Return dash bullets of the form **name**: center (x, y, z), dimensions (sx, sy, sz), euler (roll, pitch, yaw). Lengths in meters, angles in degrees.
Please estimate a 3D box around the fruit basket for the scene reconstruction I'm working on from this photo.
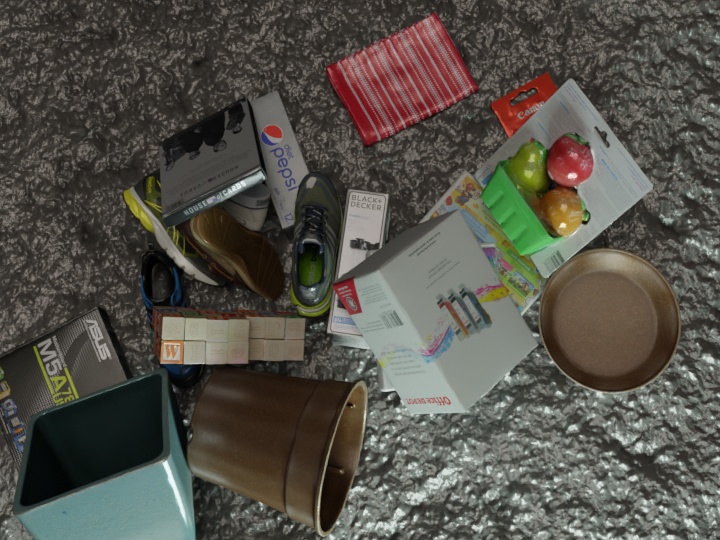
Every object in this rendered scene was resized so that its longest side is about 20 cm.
- **fruit basket**: center (0.271, -0.123, 1.250), dimensions (0.200, 0.093, 0.187), euler (-43, 71, 28)

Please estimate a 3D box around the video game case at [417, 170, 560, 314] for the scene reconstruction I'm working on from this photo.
- **video game case**: center (0.167, -0.013, 1.324), dimensions (0.200, 0.023, 0.182), euler (42, 83, 11)

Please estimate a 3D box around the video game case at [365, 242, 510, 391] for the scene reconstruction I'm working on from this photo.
- **video game case**: center (0.107, 0.059, 1.242), dimensions (0.196, 0.024, 0.186), euler (-4, 85, -24)

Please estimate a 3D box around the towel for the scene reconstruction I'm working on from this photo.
- **towel**: center (0.061, -0.290, 1.389), dimensions (0.197, 0.023, 0.147), euler (-27, 79, -3)

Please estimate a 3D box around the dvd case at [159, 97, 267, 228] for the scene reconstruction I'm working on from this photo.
- **dvd case**: center (-0.206, -0.152, 1.256), dimensions (0.148, 0.025, 0.201), euler (-26, 39, 6)

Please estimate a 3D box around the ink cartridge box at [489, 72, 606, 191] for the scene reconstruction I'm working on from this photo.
- **ink cartridge box**: center (0.283, -0.192, 1.340), dimensions (0.108, 0.050, 0.202), euler (-28, 78, -2)

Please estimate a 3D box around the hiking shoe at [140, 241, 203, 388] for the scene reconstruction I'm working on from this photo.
- **hiking shoe**: center (-0.276, 0.067, 1.297), dimensions (0.073, 0.087, 0.204), euler (-18, 77, 0)

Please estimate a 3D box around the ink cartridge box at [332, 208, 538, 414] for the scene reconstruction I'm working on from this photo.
- **ink cartridge box**: center (0.091, 0.056, 1.143), dimensions (0.144, 0.145, 0.202), euler (-35, 98, -25)

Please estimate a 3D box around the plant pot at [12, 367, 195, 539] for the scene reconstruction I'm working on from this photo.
- **plant pot**: center (-0.305, 0.287, 1.187), dimensions (0.193, 0.197, 0.203), euler (-19, 120, -4)

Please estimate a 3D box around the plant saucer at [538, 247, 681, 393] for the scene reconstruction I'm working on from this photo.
- **plant saucer**: center (0.346, 0.071, 1.288), dimensions (0.196, 0.037, 0.205), euler (-1, 77, 4)

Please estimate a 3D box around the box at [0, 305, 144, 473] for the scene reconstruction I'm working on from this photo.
- **box**: center (-0.415, 0.184, 1.301), dimensions (0.190, 0.048, 0.203), euler (-26, 79, 0)

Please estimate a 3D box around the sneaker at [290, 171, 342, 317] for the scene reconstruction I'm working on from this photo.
- **sneaker**: center (-0.060, -0.044, 1.245), dimensions (0.072, 0.081, 0.204), euler (0, 71, -2)

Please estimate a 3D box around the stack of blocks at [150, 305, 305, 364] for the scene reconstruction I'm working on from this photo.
- **stack of blocks**: center (-0.176, 0.087, 1.234), dimensions (0.196, 0.115, 0.060), euler (3, 94, -20)

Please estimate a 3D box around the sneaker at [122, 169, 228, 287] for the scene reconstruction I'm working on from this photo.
- **sneaker**: center (-0.252, -0.062, 1.317), dimensions (0.085, 0.074, 0.200), euler (-44, 90, 0)

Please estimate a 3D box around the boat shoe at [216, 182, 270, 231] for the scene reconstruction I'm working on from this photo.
- **boat shoe**: center (-0.213, -0.117, 1.341), dimensions (0.198, 0.071, 0.071), euler (28, 123, 25)

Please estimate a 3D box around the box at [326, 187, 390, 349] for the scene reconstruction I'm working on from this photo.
- **box**: center (0.000, 0.000, 1.282), dimensions (0.059, 0.117, 0.204), euler (7, 77, 4)

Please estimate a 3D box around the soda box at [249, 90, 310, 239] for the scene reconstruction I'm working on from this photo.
- **soda box**: center (-0.114, -0.154, 1.348), dimensions (0.067, 0.064, 0.203), euler (-22, 77, -2)

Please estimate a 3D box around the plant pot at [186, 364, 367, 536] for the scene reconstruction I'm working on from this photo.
- **plant pot**: center (-0.110, 0.220, 1.211), dimensions (0.194, 0.200, 0.204), euler (13, 79, 14)

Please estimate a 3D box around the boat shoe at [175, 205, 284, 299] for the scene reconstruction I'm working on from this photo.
- **boat shoe**: center (-0.182, -0.023, 1.279), dimensions (0.071, 0.200, 0.073), euler (-3, 62, 35)
